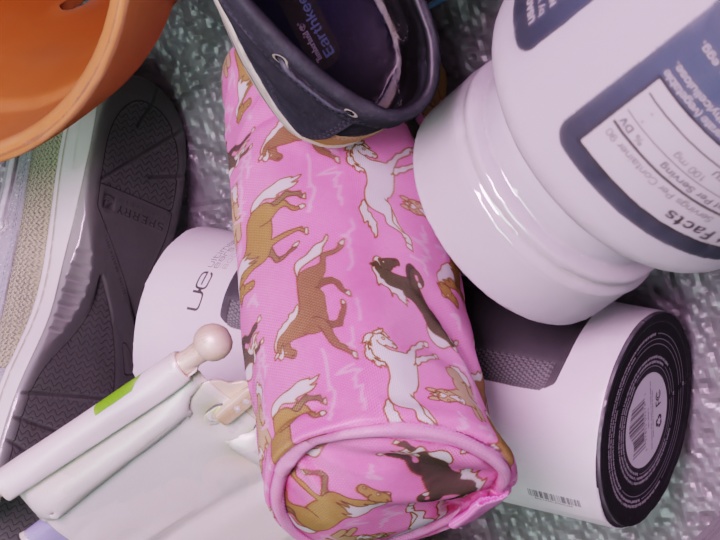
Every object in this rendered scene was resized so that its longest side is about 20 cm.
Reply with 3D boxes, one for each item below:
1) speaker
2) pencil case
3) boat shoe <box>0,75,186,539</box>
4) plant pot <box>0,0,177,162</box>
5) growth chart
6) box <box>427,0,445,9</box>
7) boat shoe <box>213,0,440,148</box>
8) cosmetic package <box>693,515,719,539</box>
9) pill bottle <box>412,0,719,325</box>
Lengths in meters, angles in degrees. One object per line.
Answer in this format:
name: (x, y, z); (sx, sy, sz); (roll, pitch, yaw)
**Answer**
speaker: (0.016, 0.037, 0.976); (0.200, 0.081, 0.081); (11, 117, 30)
pencil case: (0.000, 0.000, 0.900); (0.083, 0.200, 0.087); (-14, 141, 6)
boat shoe: (-0.122, 0.022, 1.016); (0.065, 0.074, 0.202); (1, 74, 37)
plant pot: (-0.125, -0.152, 0.942); (0.200, 0.140, 0.200); (14, 118, 28)
growth chart: (-0.051, 0.108, 0.978); (0.145, 0.018, 0.200); (-29, 130, 21)
box: (0.000, -0.191, 0.900); (0.082, 0.049, 0.200); (-27, 95, 38)
boat shoe: (-0.035, -0.124, 0.826); (0.062, 0.075, 0.200); (12, 138, 59)
cosmetic package: (0.193, 0.127, 0.846); (0.166, 0.167, 0.200); (48, 128, 6)
pill bottle: (0.112, -0.069, 0.838); (0.200, 0.120, 0.120); (-38, 88, 39)
